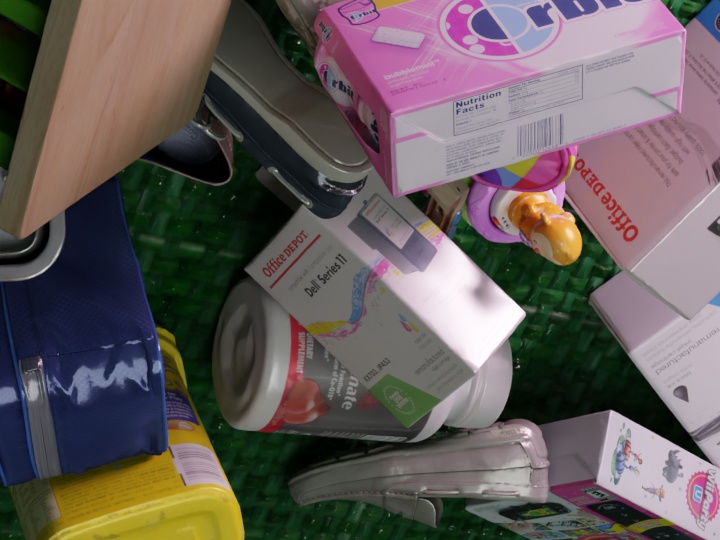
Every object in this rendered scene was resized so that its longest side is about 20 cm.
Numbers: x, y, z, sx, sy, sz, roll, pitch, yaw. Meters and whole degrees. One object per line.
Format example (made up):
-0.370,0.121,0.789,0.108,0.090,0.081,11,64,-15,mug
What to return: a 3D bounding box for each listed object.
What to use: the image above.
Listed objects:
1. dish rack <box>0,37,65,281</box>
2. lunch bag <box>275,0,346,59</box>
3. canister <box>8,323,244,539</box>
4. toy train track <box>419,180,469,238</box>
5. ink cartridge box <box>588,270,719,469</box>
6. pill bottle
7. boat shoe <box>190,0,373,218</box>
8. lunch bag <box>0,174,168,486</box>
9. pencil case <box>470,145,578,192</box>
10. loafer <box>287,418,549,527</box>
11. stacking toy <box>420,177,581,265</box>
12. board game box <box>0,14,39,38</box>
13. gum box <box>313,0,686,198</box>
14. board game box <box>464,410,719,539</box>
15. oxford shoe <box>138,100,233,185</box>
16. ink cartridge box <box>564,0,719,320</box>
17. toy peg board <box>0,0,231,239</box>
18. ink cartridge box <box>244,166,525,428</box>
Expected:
-0.282,-0.075,1.379,0.200,0.044,0.172,-2,89,0,dish rack
0.022,-0.225,1.396,0.200,0.139,0.168,-35,134,5,lunch bag
-0.172,0.131,1.522,0.148,0.200,0.087,-15,126,-12,canister
0.043,-0.025,1.529,0.033,0.115,0.200,-36,170,-14,toy train track
0.293,0.058,1.732,0.145,0.084,0.200,-37,128,5,ink cartridge box
0.003,0.067,1.606,0.200,0.111,0.111,6,120,-25,pill bottle
-0.072,-0.116,1.428,0.075,0.200,0.062,-40,169,-47,boat shoe
-0.207,0.030,1.447,0.132,0.200,0.136,-11,144,-11,lunch bag
0.115,-0.142,1.461,0.088,0.200,0.088,12,140,11,pencil case
0.043,0.160,1.677,0.200,0.070,0.070,-10,89,16,loafer
0.100,-0.060,1.501,0.110,0.200,0.116,-30,129,-1,stacking toy
-0.229,-0.173,1.276,0.200,0.045,0.152,-52,155,3,board game box
0.079,-0.123,1.333,0.200,0.114,0.066,-17,134,-14,gum box
0.205,0.183,1.747,0.200,0.064,0.147,27,153,-33,board game box
-0.155,-0.120,1.439,0.200,0.073,0.071,30,108,-34,oxford shoe
0.249,-0.087,1.578,0.200,0.146,0.084,-45,129,12,ink cartridge box
-0.159,-0.155,1.282,0.098,0.199,0.200,30,125,12,toy peg board
0.000,0.000,1.497,0.067,0.200,0.117,-46,180,-33,ink cartridge box
